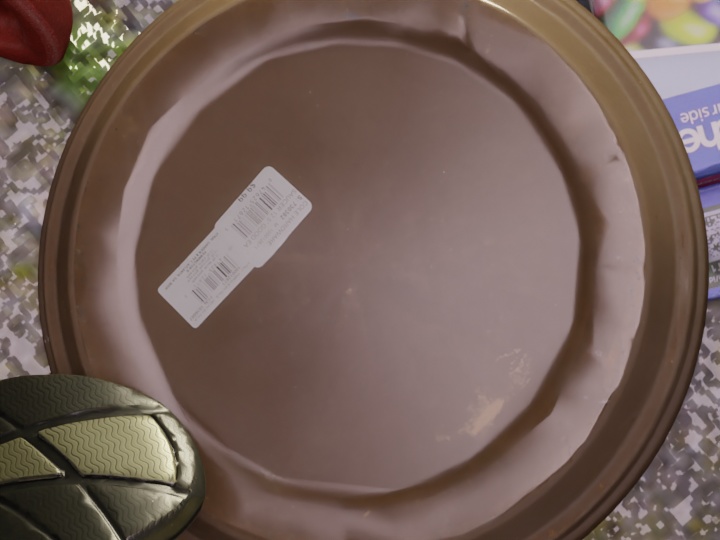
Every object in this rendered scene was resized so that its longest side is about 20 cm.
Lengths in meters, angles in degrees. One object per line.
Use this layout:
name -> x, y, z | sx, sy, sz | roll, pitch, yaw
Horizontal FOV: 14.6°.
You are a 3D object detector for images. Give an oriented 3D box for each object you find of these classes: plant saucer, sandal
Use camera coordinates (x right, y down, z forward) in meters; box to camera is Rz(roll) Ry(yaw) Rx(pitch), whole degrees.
plant saucer -> 0.000, 0.000, 0.815 | 0.200, 0.029, 0.201 | -1, 86, 10
sandal -> -0.130, 0.098, 0.806 | 0.201, 0.057, 0.080 | -33, 47, 11

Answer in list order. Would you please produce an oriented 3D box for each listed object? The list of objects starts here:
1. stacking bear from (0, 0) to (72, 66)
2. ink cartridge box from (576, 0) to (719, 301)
stacking bear -> -0.106, -0.180, 0.817 | 0.121, 0.114, 0.200 | 21, 78, 1
ink cartridge box -> 0.121, -0.099, 0.845 | 0.119, 0.042, 0.200 | -15, 85, -3
